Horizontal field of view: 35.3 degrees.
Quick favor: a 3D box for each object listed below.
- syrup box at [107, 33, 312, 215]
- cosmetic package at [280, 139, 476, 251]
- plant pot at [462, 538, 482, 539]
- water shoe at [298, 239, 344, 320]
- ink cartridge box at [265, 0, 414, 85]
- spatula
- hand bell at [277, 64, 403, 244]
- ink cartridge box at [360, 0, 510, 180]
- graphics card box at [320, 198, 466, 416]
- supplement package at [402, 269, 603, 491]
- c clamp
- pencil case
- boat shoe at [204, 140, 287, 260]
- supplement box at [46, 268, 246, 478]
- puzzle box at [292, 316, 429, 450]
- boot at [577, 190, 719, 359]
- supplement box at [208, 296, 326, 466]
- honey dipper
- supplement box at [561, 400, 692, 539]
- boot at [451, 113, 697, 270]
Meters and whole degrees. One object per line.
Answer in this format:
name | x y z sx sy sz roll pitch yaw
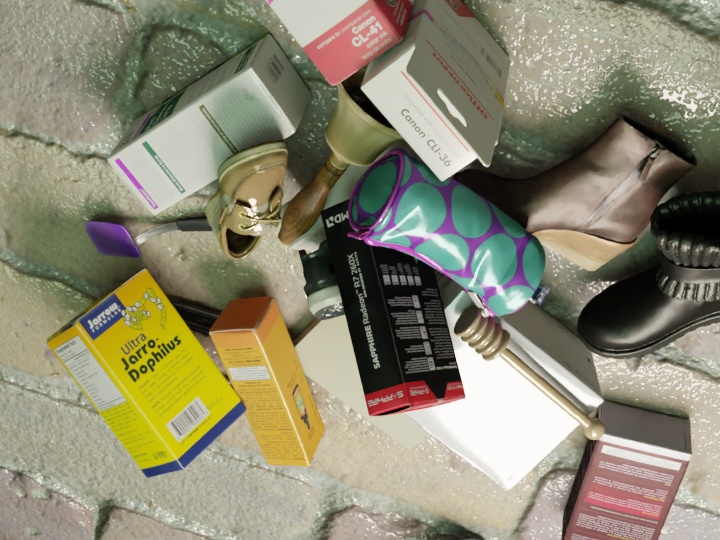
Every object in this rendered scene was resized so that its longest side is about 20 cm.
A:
syrup box | -0.153 -0.144 1.139 0.198 0.079 0.082 -25 116 27
cosmetic package | 0.014 -0.088 1.137 0.199 0.082 0.051 -33 70 30
plant pot | 0.122 0.464 1.448 0.198 0.201 0.197 31 119 -10
water shoe | 0.000 0.000 1.164 0.071 0.200 0.080 -19 86 19
ink cartridge box | -0.041 -0.284 0.973 0.085 0.149 0.201 -26 117 27
spatula | -0.217 -0.044 1.260 0.197 0.021 0.057 -8 135 16
hand bell | -0.028 -0.096 1.079 0.103 0.105 0.201 31 125 -10
ink cartridge box | 0.068 -0.165 0.998 0.067 0.201 0.117 -33 113 30
graphics card box | 0.033 0.034 1.084 0.050 0.125 0.203 -18 80 29
supplement package | 0.133 0.104 1.214 0.199 0.111 0.156 37 113 -14
c clamp | -0.192 0.113 1.369 0.196 0.027 0.173 11 121 7
pencil case | 0.082 -0.030 1.040 0.199 0.094 0.085 30 171 -30
boat shoe | -0.106 -0.067 1.129 0.073 0.067 0.200 -16 168 -19
supplement box | -0.242 0.119 1.282 0.201 0.109 0.108 55 145 -9
puzzle box | 0.025 0.116 1.317 0.199 0.026 0.133 37 124 -14
boot | 0.297 0.004 1.107 0.208 0.080 0.158 -23 148 15
supplement box | -0.104 0.131 1.302 0.068 0.067 0.202 -6 121 25
honey dipper | 0.175 0.109 1.132 0.199 0.038 0.038 41 124 -17
supplement box | 0.309 0.255 1.327 0.107 0.061 0.202 13 126 5
boot | 0.203 -0.094 1.098 0.197 0.073 0.167 23 130 -15
